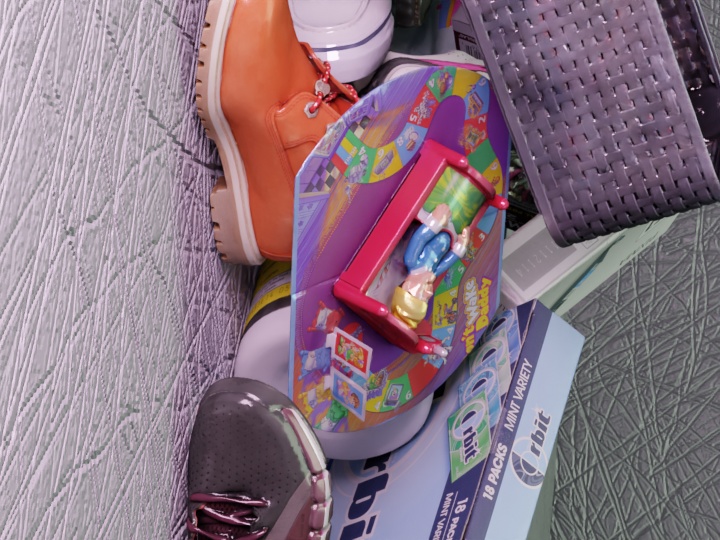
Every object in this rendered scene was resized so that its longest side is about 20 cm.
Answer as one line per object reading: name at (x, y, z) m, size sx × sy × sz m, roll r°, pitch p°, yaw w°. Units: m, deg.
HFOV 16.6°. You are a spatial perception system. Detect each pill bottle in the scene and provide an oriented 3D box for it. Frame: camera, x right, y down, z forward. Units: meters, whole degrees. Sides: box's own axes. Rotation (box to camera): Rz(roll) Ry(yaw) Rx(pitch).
pill bottle at (0.000, 0.000, 1.413) m, size 0.113 × 0.112 × 0.201 m, roll 84°, pitch 13°, yaw -45°

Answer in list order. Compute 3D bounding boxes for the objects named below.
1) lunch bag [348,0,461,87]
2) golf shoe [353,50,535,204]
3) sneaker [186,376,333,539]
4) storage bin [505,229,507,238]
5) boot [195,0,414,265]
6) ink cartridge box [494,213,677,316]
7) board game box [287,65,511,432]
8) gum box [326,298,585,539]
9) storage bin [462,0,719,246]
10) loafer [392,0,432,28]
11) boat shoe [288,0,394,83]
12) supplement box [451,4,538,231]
lunch bag at (0.050, -0.138, 1.613) m, size 0.171 × 0.121 × 0.201 m, roll 81°, pitch 18°, yaw -55°
golf shoe at (0.075, -0.094, 1.427) m, size 0.199 × 0.073 × 0.092 m, roll 7°, pitch 44°, yaw -52°
sneaker at (-0.064, 0.163, 1.242) m, size 0.116 × 0.075 × 0.201 m, roll -51°, pitch 141°, yaw -58°
storage bin at (0.060, -0.091, 1.778) m, size 0.135 × 0.093 × 0.201 m, roll 68°, pitch 29°, yaw -69°
boot at (-0.026, -0.083, 1.254) m, size 0.201 × 0.107 × 0.075 m, roll 81°, pitch 18°, yaw -47°
ink cartridge box at (0.117, 0.005, 1.520) m, size 0.200 × 0.045 × 0.176 m, roll -36°, pitch 166°, yaw -35°
board game box at (0.034, -0.003, 1.259) m, size 0.158 × 0.039 × 0.201 m, roll -22°, pitch 127°, yaw -39°
gum box at (0.027, 0.121, 1.390) m, size 0.200 × 0.044 × 0.171 m, roll -27°, pitch -146°, yaw 47°
storage bin at (0.118, -0.131, 1.270) m, size 0.135 × 0.093 × 0.201 m, roll -64°, pitch 136°, yaw -65°
loafer at (0.065, -0.226, 1.489) m, size 0.073 × 0.072 × 0.201 m, roll 92°, pitch 17°, yaw -63°
boat shoe at (-0.021, -0.171, 1.375) m, size 0.200 × 0.073 × 0.067 m, roll -94°, pitch 179°, yaw -61°
supplement box at (0.118, -0.120, 1.553) m, size 0.109 × 0.061 × 0.200 m, roll -55°, pitch 153°, yaw -25°
